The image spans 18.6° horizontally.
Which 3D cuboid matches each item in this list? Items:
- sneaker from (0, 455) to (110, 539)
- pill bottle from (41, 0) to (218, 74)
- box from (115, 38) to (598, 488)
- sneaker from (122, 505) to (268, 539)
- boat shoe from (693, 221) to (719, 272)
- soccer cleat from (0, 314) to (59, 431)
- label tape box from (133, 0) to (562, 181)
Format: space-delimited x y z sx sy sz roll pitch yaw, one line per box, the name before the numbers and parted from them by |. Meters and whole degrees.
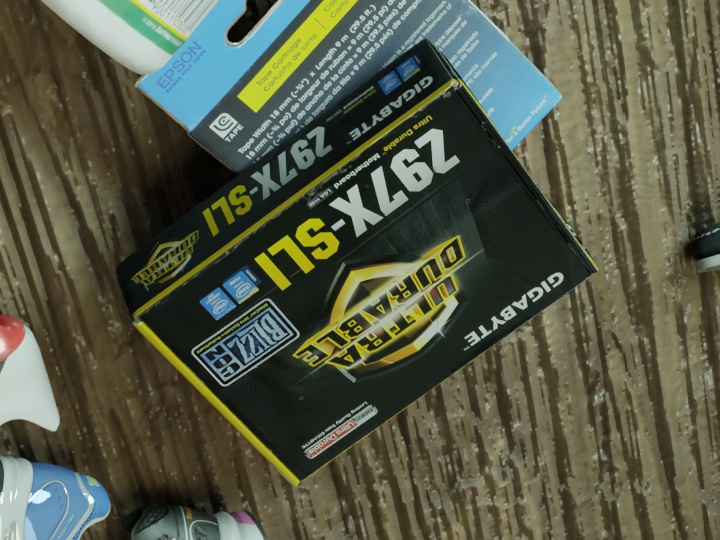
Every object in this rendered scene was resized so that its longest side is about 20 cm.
sneaker | -0.186 0.193 1.183 0.076 0.076 0.201 4 116 -26
pill bottle | -0.074 -0.198 0.997 0.200 0.113 0.113 -49 128 5
box | 0.000 0.000 1.116 0.199 0.049 0.160 -35 129 6
sneaker | -0.132 0.214 1.238 0.086 0.080 0.201 20 98 -23
boat shoe | 0.284 -0.056 1.312 0.199 0.076 0.061 -22 88 -6
soccer cleat | -0.243 0.094 1.099 0.199 0.069 0.086 -33 114 -14
label tape box | -0.012 -0.102 1.117 0.144 0.063 0.200 -46 129 4
